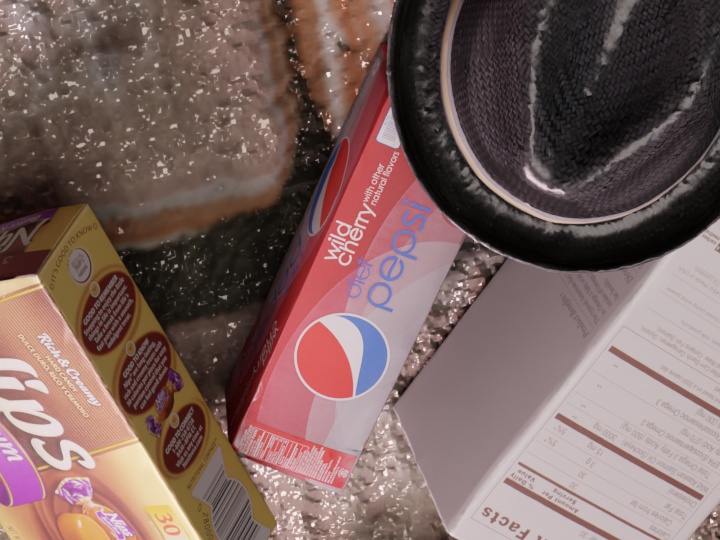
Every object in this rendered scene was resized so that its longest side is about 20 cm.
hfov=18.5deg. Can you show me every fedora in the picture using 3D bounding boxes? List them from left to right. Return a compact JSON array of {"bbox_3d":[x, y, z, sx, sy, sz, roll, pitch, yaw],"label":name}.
[{"bbox_3d":[0.103,-0.096,0.933,0.199,0.092,0.202,0,94,1],"label":"fedora"}]

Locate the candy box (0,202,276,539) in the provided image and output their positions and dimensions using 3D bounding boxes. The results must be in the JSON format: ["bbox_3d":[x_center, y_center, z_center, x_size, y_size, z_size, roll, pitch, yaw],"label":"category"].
[{"bbox_3d":[-0.135,0.067,1.034,0.116,0.057,0.201,-7,127,32],"label":"candy box"}]

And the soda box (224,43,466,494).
[{"bbox_3d":[0.000,0.000,1.051,0.063,0.070,0.201,20,111,-13],"label":"soda box"}]

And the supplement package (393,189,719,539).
[{"bbox_3d":[0.127,0.046,1.080,0.117,0.117,0.200,29,108,-26],"label":"supplement package"}]
